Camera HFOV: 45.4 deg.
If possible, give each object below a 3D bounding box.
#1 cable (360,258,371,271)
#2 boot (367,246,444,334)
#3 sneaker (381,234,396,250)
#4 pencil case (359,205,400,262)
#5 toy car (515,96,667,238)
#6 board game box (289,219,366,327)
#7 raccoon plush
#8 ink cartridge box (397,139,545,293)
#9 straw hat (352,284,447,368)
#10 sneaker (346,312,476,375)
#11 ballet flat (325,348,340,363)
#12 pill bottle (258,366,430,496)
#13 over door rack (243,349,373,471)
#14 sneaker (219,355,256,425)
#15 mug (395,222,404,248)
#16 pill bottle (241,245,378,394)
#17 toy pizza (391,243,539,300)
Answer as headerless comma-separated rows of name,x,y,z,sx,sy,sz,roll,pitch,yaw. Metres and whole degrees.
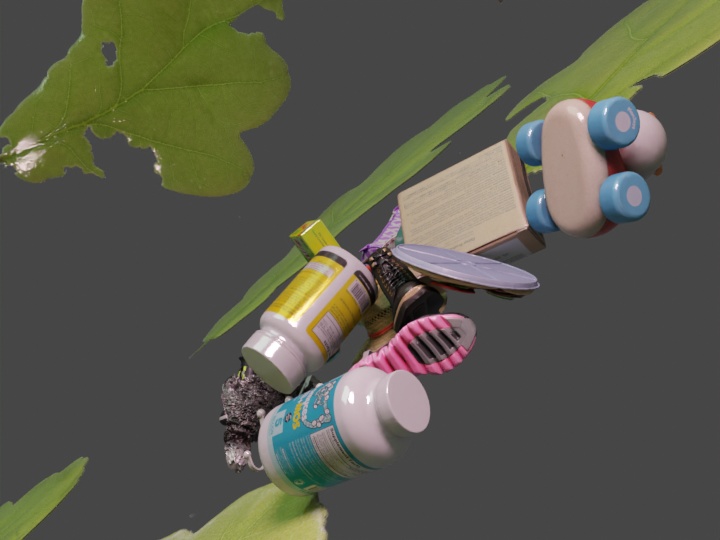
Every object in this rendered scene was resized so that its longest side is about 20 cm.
cable,0.000,0.000,1.454,0.050,0.198,0.098,-50,47,27
boot,0.047,0.016,1.178,0.077,0.139,0.200,-32,-15,-5
sneaker,0.117,-0.049,1.597,0.199,0.076,0.115,-40,14,-14
pencil case,0.069,-0.060,1.764,0.083,0.086,0.200,-28,15,33
toy car,0.343,-0.142,1.141,0.197,0.180,0.184,-10,2,-25
board game box,-0.042,0.005,1.536,0.047,0.201,0.101,-38,11,-12
raccoon plush,-0.138,0.224,1.349,0.132,0.097,0.202,-22,43,8
ink cartridge box,0.162,-0.076,1.291,0.198,0.075,0.167,-24,54,26
straw hat,0.038,0.062,1.345,0.200,0.086,0.201,-35,11,8
sneaker,0.070,0.106,1.125,0.199,0.080,0.095,-31,1,27
ballet flat,-0.081,0.117,1.557,0.068,0.068,0.200,-39,10,-13
pill bottle,-0.017,0.178,0.971,0.199,0.111,0.111,-29,13,36
over door rack,-0.072,0.189,1.226,0.147,0.067,0.200,-27,15,40
sneaker,-0.207,0.199,1.578,0.071,0.083,0.200,-27,15,43
mug,0.142,-0.060,1.441,0.184,0.115,0.152,-26,15,46
pill bottle,-0.073,0.071,1.240,0.200,0.115,0.114,-48,15,-25
toy pizza,0.135,0.004,1.126,0.200,0.197,0.032,-107,29,-79
